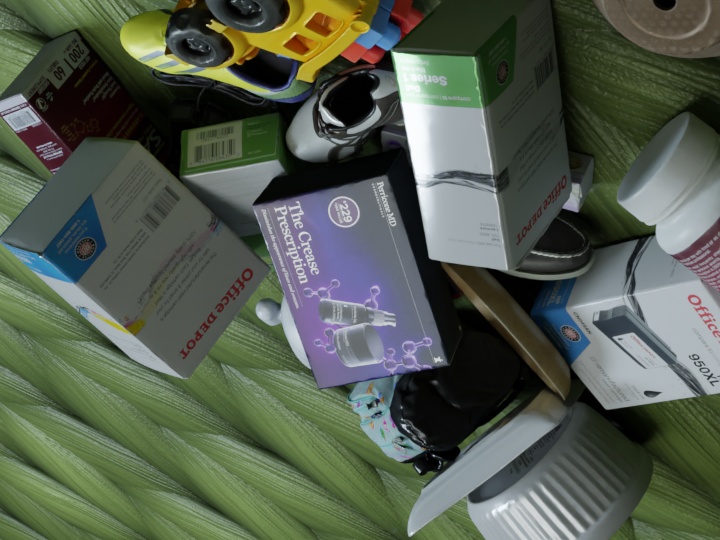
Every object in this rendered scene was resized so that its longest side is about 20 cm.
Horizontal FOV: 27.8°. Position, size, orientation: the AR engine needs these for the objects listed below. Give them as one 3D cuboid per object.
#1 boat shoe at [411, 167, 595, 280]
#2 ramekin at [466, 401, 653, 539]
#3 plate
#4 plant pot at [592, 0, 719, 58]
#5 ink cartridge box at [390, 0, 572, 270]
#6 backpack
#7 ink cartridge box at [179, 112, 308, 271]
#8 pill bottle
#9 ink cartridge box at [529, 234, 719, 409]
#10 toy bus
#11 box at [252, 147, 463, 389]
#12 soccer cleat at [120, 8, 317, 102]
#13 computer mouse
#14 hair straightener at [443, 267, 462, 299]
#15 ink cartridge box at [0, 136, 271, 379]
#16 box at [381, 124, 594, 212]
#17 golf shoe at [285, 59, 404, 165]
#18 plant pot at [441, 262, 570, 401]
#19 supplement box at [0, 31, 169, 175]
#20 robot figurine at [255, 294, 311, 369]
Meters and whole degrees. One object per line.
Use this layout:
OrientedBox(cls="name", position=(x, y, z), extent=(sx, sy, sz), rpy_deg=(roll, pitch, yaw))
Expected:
OrientedBox(cls="boat shoe", position=(0.127, -0.048, 1.388), extent=(0.201, 0.072, 0.061), rpy_deg=(18, 141, 20))
OrientedBox(cls="ramekin", position=(0.207, 0.232, 1.571), extent=(0.105, 0.200, 0.200), rpy_deg=(46, 143, -5))
OrientedBox(cls="plate", position=(0.139, 0.184, 1.511), extent=(0.200, 0.200, 0.032), rpy_deg=(-41, 84, 18))
OrientedBox(cls="plant pot", position=(0.238, -0.227, 1.078), extent=(0.200, 0.093, 0.201), rpy_deg=(21, 143, 16))
OrientedBox(cls="ink cartridge box", position=(0.107, -0.121, 1.220), extent=(0.084, 0.146, 0.200), rpy_deg=(8, 125, 29))
OrientedBox(cls="backpack", position=(0.073, 0.136, 1.588), extent=(0.127, 0.167, 0.200), rpy_deg=(54, 159, -1))
OrientedBox(cls="ink cartridge box", position=(-0.103, -0.074, 1.493), extent=(0.104, 0.059, 0.200), rpy_deg=(-9, 148, 12))
OrientedBox(cls="pill bottle", position=(0.323, -0.037, 1.225), extent=(0.200, 0.114, 0.114), rpy_deg=(36, 144, -7))
OrientedBox(cls="ink cartridge box", position=(0.286, 0.046, 1.377), extent=(0.200, 0.084, 0.145), rpy_deg=(-15, 125, 45))
OrientedBox(cls="toy bus", position=(-0.052, -0.232, 1.270), extent=(0.192, 0.136, 0.200), rpy_deg=(27, 150, -22))
OrientedBox(cls="box", position=(0.000, 0.000, 1.388), extent=(0.141, 0.079, 0.200), rpy_deg=(-13, 110, 17))
OrientedBox(cls="soccer cleat", position=(-0.136, -0.210, 1.373), extent=(0.200, 0.065, 0.084), rpy_deg=(17, 179, 9))
OrientedBox(cls="computer mouse", position=(-0.135, -0.143, 1.499), extent=(0.140, 0.046, 0.200), rpy_deg=(11, 140, 10))
OrientedBox(cls="hair straightener", position=(0.036, -0.019, 1.487), extent=(0.041, 0.077, 0.200), rpy_deg=(-3, 133, 40))
OrientedBox(cls="ink cartridge box", position=(-0.226, -0.014, 1.461), extent=(0.200, 0.147, 0.145), rpy_deg=(46, 163, -27))
OrientedBox(cls="box", position=(0.117, -0.104, 1.357), extent=(0.200, 0.041, 0.039), rpy_deg=(18, 141, 20))
OrientedBox(cls="golf shoe", position=(-0.018, -0.151, 1.339), extent=(0.200, 0.094, 0.078), rpy_deg=(-22, 75, 44))
OrientedBox(cls="plant pot", position=(0.145, 0.046, 1.447), extent=(0.200, 0.027, 0.200), rpy_deg=(48, -179, -1))
OrientedBox(cls="supplement box", position=(-0.282, -0.140, 1.547), extent=(0.061, 0.109, 0.200), rpy_deg=(-11, 128, 43))
OrientedBox(cls="robot figurine", position=(-0.025, 0.051, 1.553), extent=(0.169, 0.113, 0.200), rpy_deg=(2, 169, 2))
